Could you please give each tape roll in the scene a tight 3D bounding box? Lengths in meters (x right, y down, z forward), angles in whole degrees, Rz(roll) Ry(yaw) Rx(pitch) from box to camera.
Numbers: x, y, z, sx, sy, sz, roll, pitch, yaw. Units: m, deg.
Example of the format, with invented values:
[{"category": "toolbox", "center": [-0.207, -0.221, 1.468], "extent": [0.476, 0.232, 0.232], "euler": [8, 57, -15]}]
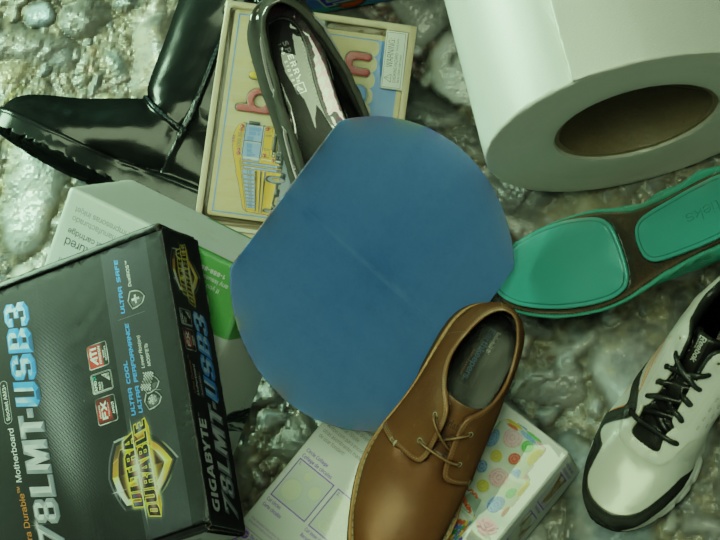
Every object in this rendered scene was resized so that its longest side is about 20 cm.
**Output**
[{"category": "tape roll", "center": [0.162, -0.154, 1.715], "extent": [0.203, 0.203, 0.139], "euler": [-16, 69, 8]}]

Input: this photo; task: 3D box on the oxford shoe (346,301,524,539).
[{"category": "oxford shoe", "center": [0.046, 0.107, 1.661], "extent": [0.071, 0.071, 0.200], "euler": [23, 81, -4]}]

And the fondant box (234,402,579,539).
[{"category": "fondant box", "center": [0.023, 0.158, 1.725], "extent": [0.144, 0.058, 0.200], "euler": [37, 85, 22]}]

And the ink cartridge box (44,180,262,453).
[{"category": "ink cartridge box", "center": [-0.145, 0.060, 1.745], "extent": [0.147, 0.083, 0.200], "euler": [25, 105, 20]}]

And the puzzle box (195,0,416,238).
[{"category": "puzzle box", "center": [-0.040, -0.075, 1.790], "extent": [0.133, 0.025, 0.200], "euler": [7, 88, 0]}]

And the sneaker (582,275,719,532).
[{"category": "sneaker", "center": [0.202, 0.075, 1.697], "extent": [0.074, 0.080, 0.200], "euler": [31, 84, 19]}]

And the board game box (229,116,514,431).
[{"category": "board game box", "center": [0.000, 0.000, 1.704], "extent": [0.158, 0.039, 0.200], "euler": [41, 75, -21]}]

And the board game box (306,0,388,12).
[{"category": "board game box", "center": [0.022, -0.233, 1.800], "extent": [0.200, 0.152, 0.045], "euler": [-9, 71, 12]}]

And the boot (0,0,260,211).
[{"category": "boot", "center": [-0.138, -0.129, 1.848], "extent": [0.198, 0.073, 0.162], "euler": [22, 81, 12]}]

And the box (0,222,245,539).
[{"category": "box", "center": [-0.179, 0.095, 1.666], "extent": [0.198, 0.050, 0.200], "euler": [-19, 71, 24]}]

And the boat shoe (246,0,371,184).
[{"category": "boat shoe", "center": [-0.023, -0.089, 1.749], "extent": [0.067, 0.057, 0.200], "euler": [-24, 88, -2]}]

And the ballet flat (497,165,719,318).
[{"category": "ballet flat", "center": [0.184, -0.013, 1.728], "extent": [0.200, 0.070, 0.067], "euler": [-21, 74, 28]}]
